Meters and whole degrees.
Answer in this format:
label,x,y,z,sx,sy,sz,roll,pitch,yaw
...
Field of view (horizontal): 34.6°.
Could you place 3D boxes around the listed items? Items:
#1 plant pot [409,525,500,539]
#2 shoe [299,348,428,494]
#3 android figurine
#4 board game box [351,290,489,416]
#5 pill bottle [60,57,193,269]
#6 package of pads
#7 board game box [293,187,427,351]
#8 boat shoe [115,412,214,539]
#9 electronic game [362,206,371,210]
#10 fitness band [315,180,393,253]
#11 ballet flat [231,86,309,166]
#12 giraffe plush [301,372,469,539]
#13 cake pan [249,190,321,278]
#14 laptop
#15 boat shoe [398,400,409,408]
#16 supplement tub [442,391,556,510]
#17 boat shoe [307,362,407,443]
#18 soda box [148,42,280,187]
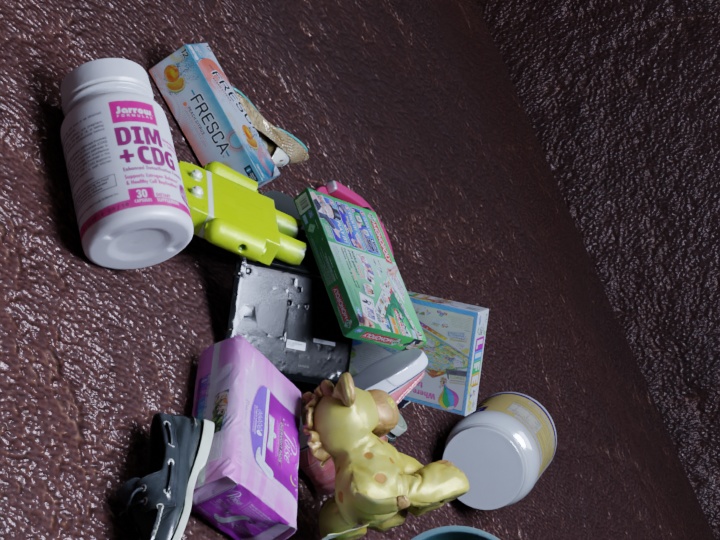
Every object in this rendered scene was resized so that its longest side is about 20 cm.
label,x,y,z,sx,sy,sz,roll,pitch,yaw
plant pot,0.141,0.426,1.374,0.196,0.200,0.200,45,27,-54
shoe,0.009,0.180,1.374,0.091,0.200,0.071,61,-16,-16
android figurine,-0.158,-0.072,1.358,0.200,0.041,0.182,26,23,-19
board game box,0.059,0.096,1.478,0.034,0.200,0.135,-12,112,-60
pill bottle,-0.248,-0.113,1.200,0.113,0.113,0.200,25,43,-57
package of pads,-0.120,0.178,1.207,0.121,0.076,0.200,46,27,-34
board game box,0.000,0.000,1.412,0.135,0.029,0.200,18,43,-49
boat shoe,-0.187,0.203,1.047,0.066,0.075,0.200,26,42,-12
electronic game,0.007,0.011,1.623,0.200,0.042,0.200,1,90,-87
fitness band,-0.012,-0.057,1.771,0.200,0.037,0.144,28,41,-54
ballet flat,-0.145,-0.180,1.599,0.200,0.070,0.065,34,63,-46
giraffe plush,-0.001,0.198,1.258,0.200,0.172,0.162,7,58,-57
cake pan,-0.087,-0.025,1.534,0.200,0.037,0.200,44,24,-26
laptop,-0.102,0.032,1.403,0.177,0.103,0.200,13,79,-35
boat shoe,0.048,0.153,1.587,0.075,0.093,0.200,63,21,1
supplement tub,0.209,0.272,1.744,0.146,0.145,0.200,64,21,3
boat shoe,-0.031,0.145,1.451,0.201,0.061,0.072,47,12,13
soda box,-0.187,-0.190,1.483,0.200,0.068,0.064,61,22,-3
